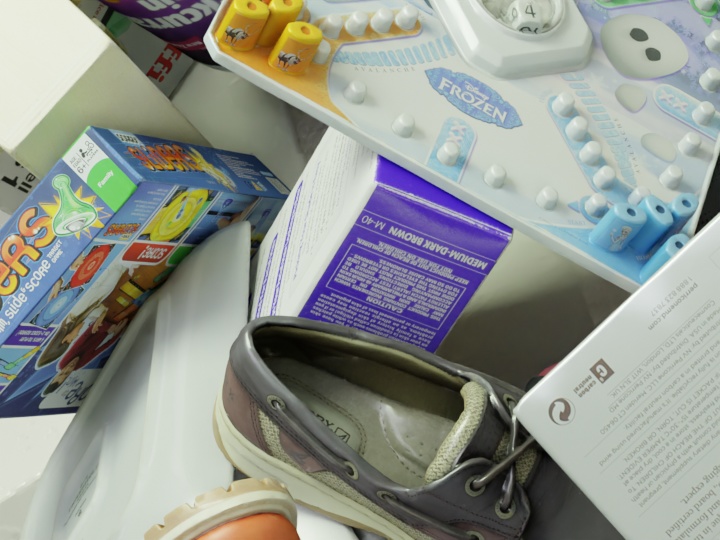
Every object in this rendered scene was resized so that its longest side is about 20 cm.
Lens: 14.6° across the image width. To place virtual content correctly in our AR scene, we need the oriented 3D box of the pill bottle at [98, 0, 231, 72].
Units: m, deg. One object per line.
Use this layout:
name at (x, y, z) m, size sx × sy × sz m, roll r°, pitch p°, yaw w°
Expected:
pill bottle at (-0.068, -0.155, 1.241) m, size 0.111 × 0.200 × 0.112 m, roll -16°, pitch 62°, yaw 33°

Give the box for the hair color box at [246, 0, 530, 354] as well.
hair color box at (0.000, 0.000, 1.134) m, size 0.200 × 0.064 × 0.110 m, roll 124°, pitch 162°, yaw -44°

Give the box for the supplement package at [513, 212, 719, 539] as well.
supplement package at (0.176, 0.069, 0.920) m, size 0.152 × 0.151 × 0.200 m, roll -43°, pitch 82°, yaw 4°

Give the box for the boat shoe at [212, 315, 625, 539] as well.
boat shoe at (0.038, 0.071, 1.049) m, size 0.199 × 0.065 × 0.072 m, roll 22°, pitch 62°, yaw 10°

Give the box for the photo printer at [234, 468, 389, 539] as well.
photo printer at (-0.037, 0.181, 1.116) m, size 0.201 × 0.069 × 0.167 m, roll -58°, pitch 44°, yaw 33°

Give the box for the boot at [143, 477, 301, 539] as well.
boot at (-0.052, 0.170, 1.025) m, size 0.107 × 0.075 × 0.201 m, roll 53°, pitch 136°, yaw 38°

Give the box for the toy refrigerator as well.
toy refrigerator at (-0.122, -0.072, 1.227) m, size 0.076 × 0.200 × 0.070 m, roll 42°, pitch 89°, yaw 18°

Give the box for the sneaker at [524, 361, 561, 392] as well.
sneaker at (0.160, 0.041, 1.076) m, size 0.199 × 0.074 × 0.087 m, roll 0°, pitch 60°, yaw 31°

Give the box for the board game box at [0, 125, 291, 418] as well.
board game box at (-0.110, 0.005, 1.210) m, size 0.034 × 0.200 × 0.136 m, roll 44°, pitch 100°, yaw 13°

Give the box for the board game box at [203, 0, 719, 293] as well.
board game box at (0.060, -0.107, 1.089) m, size 0.026 × 0.199 × 0.201 m, roll -55°, pitch 9°, yaw 48°

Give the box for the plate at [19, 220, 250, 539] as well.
plate at (-0.105, 0.100, 1.178) m, size 0.200 × 0.032 × 0.201 m, roll -56°, pitch 19°, yaw 32°

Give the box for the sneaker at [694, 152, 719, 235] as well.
sneaker at (0.182, -0.052, 1.075) m, size 0.199 × 0.087 × 0.075 m, roll -21°, pitch 59°, yaw 29°

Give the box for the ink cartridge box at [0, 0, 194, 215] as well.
ink cartridge box at (-0.178, -0.120, 1.314) m, size 0.084 × 0.200 × 0.145 m, roll 41°, pitch 98°, yaw 38°
